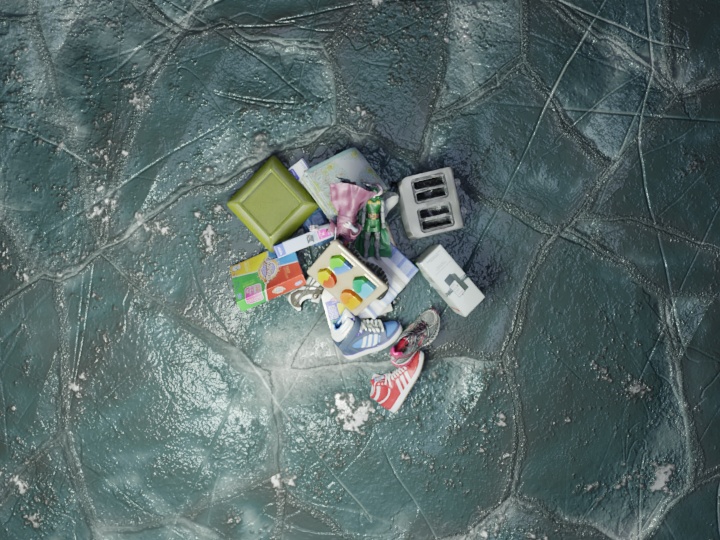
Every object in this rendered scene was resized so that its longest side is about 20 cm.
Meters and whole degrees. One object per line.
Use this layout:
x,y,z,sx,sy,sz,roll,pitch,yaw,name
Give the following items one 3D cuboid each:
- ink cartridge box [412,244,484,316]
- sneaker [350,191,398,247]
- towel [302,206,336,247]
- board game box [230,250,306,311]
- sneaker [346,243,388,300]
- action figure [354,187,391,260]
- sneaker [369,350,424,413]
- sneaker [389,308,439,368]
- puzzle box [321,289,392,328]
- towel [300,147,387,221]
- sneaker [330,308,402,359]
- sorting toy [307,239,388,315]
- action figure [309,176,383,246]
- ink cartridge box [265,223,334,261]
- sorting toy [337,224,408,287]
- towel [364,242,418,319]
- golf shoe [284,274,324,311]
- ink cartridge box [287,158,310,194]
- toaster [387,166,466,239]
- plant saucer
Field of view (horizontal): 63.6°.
0.252,0.026,1.672,0.083,0.147,0.201,-41,94,-2,ink cartridge box
0.031,-0.149,1.658,0.198,0.077,0.081,-34,110,4,sneaker
-0.073,-0.160,1.698,0.198,0.049,0.113,-30,94,-2,towel
-0.264,0.013,1.650,0.197,0.154,0.041,-23,135,-2,board game box
0.000,0.000,1.614,0.078,0.090,0.200,-46,101,-12,sneaker
0.034,-0.129,1.602,0.115,0.055,0.204,-2,109,-7,action figure
0.102,0.309,1.711,0.111,0.071,0.203,29,93,-7,sneaker
0.161,0.192,1.684,0.080,0.075,0.201,30,70,28,sneaker
-0.016,0.081,1.720,0.196,0.025,0.136,-16,93,-2,puzzle box
-0.048,-0.247,1.648,0.198,0.048,0.172,-30,71,-16,towel
0.011,0.161,1.673,0.197,0.081,0.148,-25,122,3,sneaker
-0.041,0.028,1.545,0.185,0.200,0.037,41,52,-5,sorting toy
-0.038,-0.140,1.535,0.132,0.148,0.204,18,106,35,action figure
-0.174,-0.076,1.604,0.197,0.119,0.043,-25,97,-8,ink cartridge box
0.026,-0.025,1.693,0.182,0.036,0.203,-21,81,-3,sorting toy
0.053,0.021,1.663,0.147,0.024,0.200,43,85,2,towel
-0.123,0.040,1.674,0.198,0.078,0.096,-33,82,9,golf shoe
-0.217,-0.226,1.694,0.199,0.039,0.100,-36,92,1,ink cartridge box
0.196,-0.193,1.675,0.196,0.119,0.185,-12,92,-2,toaster
-0.252,-0.189,1.650,0.200,0.048,0.200,-44,91,1,plant saucer
